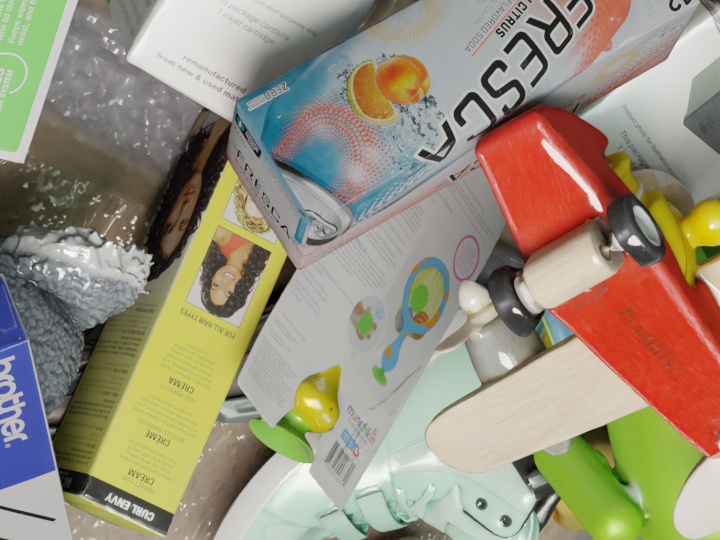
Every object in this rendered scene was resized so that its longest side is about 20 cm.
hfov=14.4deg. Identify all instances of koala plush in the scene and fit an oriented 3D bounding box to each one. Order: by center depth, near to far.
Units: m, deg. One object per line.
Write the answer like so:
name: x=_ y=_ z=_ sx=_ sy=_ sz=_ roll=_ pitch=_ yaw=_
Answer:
koala plush: x=-0.209 y=0.013 z=1.278 sx=0.199 sy=0.184 sz=0.178 roll=31 pitch=105 yaw=-23

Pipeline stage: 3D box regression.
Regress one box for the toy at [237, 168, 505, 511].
toy: x=0.000 y=0.000 z=1.364 sx=0.115 sy=0.047 sz=0.201 roll=54 pitch=55 yaw=-45

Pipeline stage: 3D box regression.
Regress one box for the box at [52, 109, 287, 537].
box: x=-0.083 y=0.022 z=1.335 sx=0.050 sy=0.075 sz=0.201 roll=26 pitch=78 yaw=-21

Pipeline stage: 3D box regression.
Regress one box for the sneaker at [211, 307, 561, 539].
sneaker: x=0.020 y=0.122 z=1.412 sx=0.200 sy=0.074 sz=0.118 roll=-41 pitch=73 yaw=6

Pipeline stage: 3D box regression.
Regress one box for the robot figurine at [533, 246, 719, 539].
robot figurine: x=0.176 y=0.077 z=1.346 sx=0.174 sy=0.116 sz=0.201 roll=-17 pitch=99 yaw=-22

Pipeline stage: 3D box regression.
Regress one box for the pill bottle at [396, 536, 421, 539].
pill bottle: x=-0.033 y=0.230 z=1.470 sx=0.199 sy=0.116 sz=0.116 roll=-28 pitch=119 yaw=0

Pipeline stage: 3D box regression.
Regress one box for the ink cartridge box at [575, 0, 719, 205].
ink cartridge box: x=0.156 y=-0.111 z=1.336 sx=0.200 sy=0.146 sz=0.084 roll=-38 pitch=117 yaw=5

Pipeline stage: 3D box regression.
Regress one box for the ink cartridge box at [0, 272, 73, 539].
ink cartridge box: x=-0.181 y=0.093 z=1.249 sx=0.093 sy=0.044 sz=0.201 roll=-18 pitch=140 yaw=-12

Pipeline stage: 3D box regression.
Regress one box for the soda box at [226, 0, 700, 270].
soda box: x=0.043 y=-0.081 z=1.207 sx=0.199 sy=0.068 sz=0.064 roll=-31 pitch=78 yaw=-14

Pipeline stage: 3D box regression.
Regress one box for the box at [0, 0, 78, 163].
box: x=-0.166 y=-0.177 z=1.205 sx=0.096 sy=0.177 sz=0.201 roll=14 pitch=110 yaw=-20

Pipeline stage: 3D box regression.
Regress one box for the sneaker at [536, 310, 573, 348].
sneaker: x=0.161 y=0.038 z=1.453 sx=0.130 sy=0.080 sz=0.200 roll=-40 pitch=118 yaw=13

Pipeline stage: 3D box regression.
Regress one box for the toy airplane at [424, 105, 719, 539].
toy airplane: x=0.136 y=0.015 z=1.230 sx=0.198 sy=0.142 sz=0.200 roll=6 pitch=128 yaw=-3

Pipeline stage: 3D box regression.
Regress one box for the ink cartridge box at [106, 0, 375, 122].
ink cartridge box: x=-0.028 y=-0.179 z=1.257 sx=0.087 sy=0.145 sz=0.200 roll=29 pitch=106 yaw=-23

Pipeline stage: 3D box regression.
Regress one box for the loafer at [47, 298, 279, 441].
loafer: x=-0.107 y=0.045 z=1.398 sx=0.199 sy=0.072 sz=0.063 roll=-5 pitch=97 yaw=-20

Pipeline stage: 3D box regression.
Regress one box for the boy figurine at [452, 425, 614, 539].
boy figurine: x=0.138 y=0.111 z=1.463 sx=0.198 sy=0.124 sz=0.065 roll=-5 pitch=74 yaw=4
